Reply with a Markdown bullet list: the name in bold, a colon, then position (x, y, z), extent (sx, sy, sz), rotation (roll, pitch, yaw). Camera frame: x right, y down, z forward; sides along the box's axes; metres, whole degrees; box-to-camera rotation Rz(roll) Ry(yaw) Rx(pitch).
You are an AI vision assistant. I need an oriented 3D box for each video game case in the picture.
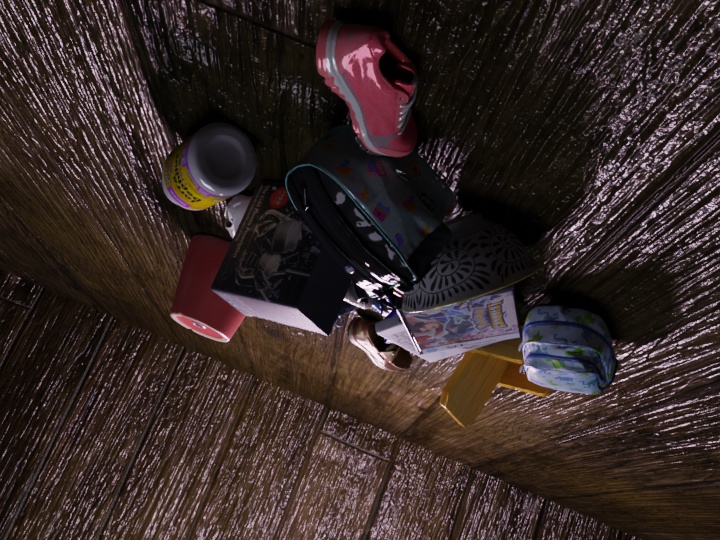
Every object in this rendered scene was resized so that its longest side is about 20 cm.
- **video game case**: position (0.150, 0.101, 1.335), extent (0.179, 0.024, 0.199), rotation (-21, 150, 27)
- **video game case**: position (0.160, 0.076, 1.235), extent (0.177, 0.026, 0.201), rotation (-11, 153, 10)

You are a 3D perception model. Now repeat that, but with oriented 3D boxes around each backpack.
- **backpack**: position (0.008, -0.085, 0.972), extent (0.199, 0.154, 0.175), rotation (40, 162, -10)
- **backpack**: position (0.328, 0.126, 1.248), extent (0.160, 0.156, 0.202), rotation (11, 146, 21)

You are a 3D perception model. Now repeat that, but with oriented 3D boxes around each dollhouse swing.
- **dollhouse swing**: position (0.274, 0.215, 1.478), extent (0.179, 0.179, 0.200), rotation (11, 158, 31)

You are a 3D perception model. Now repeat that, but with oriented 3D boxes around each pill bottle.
- **pill bottle**: position (-0.239, -0.150, 1.184), extent (0.103, 0.106, 0.199), rotation (30, 160, -24)

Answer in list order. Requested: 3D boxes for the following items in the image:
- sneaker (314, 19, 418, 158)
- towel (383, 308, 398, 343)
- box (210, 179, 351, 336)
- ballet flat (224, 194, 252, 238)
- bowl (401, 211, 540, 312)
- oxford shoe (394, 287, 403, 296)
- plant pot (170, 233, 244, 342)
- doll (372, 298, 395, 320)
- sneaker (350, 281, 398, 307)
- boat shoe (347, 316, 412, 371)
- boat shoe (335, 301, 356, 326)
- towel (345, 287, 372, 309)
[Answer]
- **sneaker**: position (0.028, -0.182, 0.826), extent (0.085, 0.075, 0.200), rotation (7, 157, 31)
- **towel**: position (0.123, 0.092, 1.420), extent (0.144, 0.051, 0.200), rotation (1, 163, -16)
- **box**: position (-0.105, -0.025, 1.220), extent (0.179, 0.203, 0.104), rotation (9, 158, 33)
- **ballet flat**: position (-0.211, -0.097, 1.382), extent (0.068, 0.071, 0.200), rotation (25, 163, -10)
- **bowl**: position (0.135, -0.021, 1.059), extent (0.199, 0.198, 0.096), rotation (-11, 100, 59)
- **oxford shoe**: position (0.116, 0.013, 1.285), extent (0.196, 0.072, 0.074), rotation (17, 160, -18)
- **plant pot**: position (-0.317, 0.045, 1.709), extent (0.197, 0.180, 0.201), rotation (20, 161, 7)
- **doll**: position (0.070, 0.064, 1.499), extent (0.133, 0.050, 0.200), rotation (10, 162, -1)
- **sneaker**: position (0.000, 0.000, 1.320), extent (0.197, 0.101, 0.070), rotation (24, 160, -6)
- **boat shoe**: position (0.055, 0.174, 1.793), extent (0.073, 0.077, 0.199), rotation (-4, 149, 47)
- **boat shoe**: position (-0.070, 0.066, 1.489), extent (0.083, 0.070, 0.198), rotation (22, -169, 31)
- **towel**: position (-0.076, 0.010, 1.404), extent (0.198, 0.035, 0.131), rotation (27, -179, 44)
